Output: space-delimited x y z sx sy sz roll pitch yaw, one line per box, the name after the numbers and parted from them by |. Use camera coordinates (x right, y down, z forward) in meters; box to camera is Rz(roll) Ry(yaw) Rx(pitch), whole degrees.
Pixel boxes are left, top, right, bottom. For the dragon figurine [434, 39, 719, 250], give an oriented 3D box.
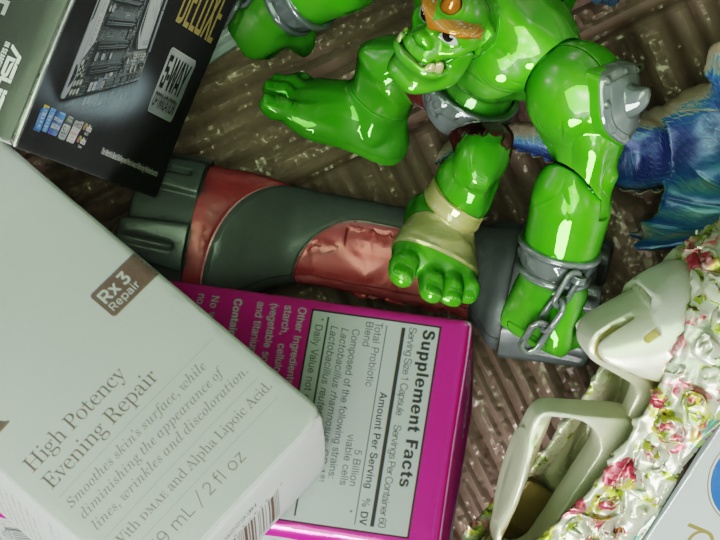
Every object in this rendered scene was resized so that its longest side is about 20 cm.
0.133 -0.038 1.189 0.199 0.059 0.100 -16 94 6 | dragon figurine

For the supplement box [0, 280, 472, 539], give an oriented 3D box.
-0.058 0.070 1.185 0.199 0.101 0.104 9 68 5 | supplement box

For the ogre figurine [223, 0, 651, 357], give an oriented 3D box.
0.035 -0.074 1.149 0.120 0.098 0.200 -57 46 32 | ogre figurine

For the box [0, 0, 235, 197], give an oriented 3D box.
-0.091 -0.116 1.087 0.050 0.200 0.158 23 90 11 | box

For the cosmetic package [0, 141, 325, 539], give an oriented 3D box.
-0.118 0.038 1.107 0.200 0.074 0.102 39 72 14 | cosmetic package

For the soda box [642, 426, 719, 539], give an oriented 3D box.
0.138 0.091 1.174 0.063 0.068 0.200 23 110 -22 | soda box

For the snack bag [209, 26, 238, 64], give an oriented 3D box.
-0.061 -0.195 1.212 0.188 0.021 0.201 -29 93 8 | snack bag

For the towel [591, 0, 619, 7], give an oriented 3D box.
0.045 -0.200 1.173 0.200 0.049 0.112 33 89 -7 | towel

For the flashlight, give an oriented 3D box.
0.000 0.000 1.204 0.199 0.068 0.068 13 96 5 | flashlight

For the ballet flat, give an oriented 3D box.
0.101 0.054 1.126 0.064 0.076 0.201 24 104 -21 | ballet flat
